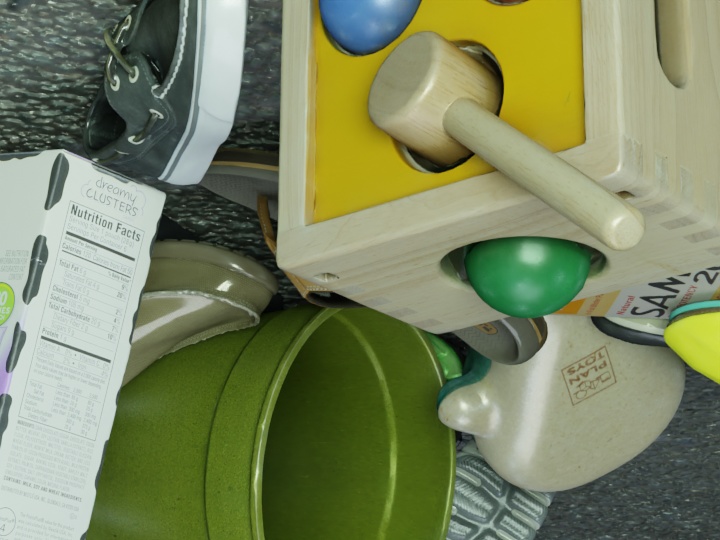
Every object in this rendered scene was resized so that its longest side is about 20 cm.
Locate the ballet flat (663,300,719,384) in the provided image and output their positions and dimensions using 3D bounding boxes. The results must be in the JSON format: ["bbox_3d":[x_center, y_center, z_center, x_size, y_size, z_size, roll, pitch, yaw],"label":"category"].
[{"bbox_3d":[0.251,0.054,1.119,0.200,0.067,0.067,4,157,-13],"label":"ballet flat"}]

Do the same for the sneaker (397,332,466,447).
[{"bbox_3d":[0.034,0.078,1.404,0.084,0.077,0.200,1,170,-19],"label":"sneaker"}]

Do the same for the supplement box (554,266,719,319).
[{"bbox_3d":[0.183,-0.026,1.102,0.200,0.074,0.126,2,160,-3],"label":"supplement box"}]

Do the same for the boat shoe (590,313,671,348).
[{"bbox_3d":[0.215,0.021,1.197,0.201,0.074,0.063,-3,141,-16],"label":"boat shoe"}]

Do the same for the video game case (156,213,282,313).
[{"bbox_3d":[-0.169,0.005,1.268,0.181,0.026,0.200,-9,157,24],"label":"video game case"}]

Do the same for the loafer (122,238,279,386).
[{"bbox_3d":[-0.133,0.032,1.206,0.200,0.067,0.076,-11,156,28],"label":"loafer"}]

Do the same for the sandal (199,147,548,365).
[{"bbox_3d":[0.000,0.000,1.119,0.200,0.055,0.082,33,162,-11],"label":"sandal"}]

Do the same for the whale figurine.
[{"bbox_3d":[0.106,0.034,1.257,0.159,0.104,0.200,-29,137,-5],"label":"whale figurine"}]

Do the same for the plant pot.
[{"bbox_3d":[-0.078,0.112,1.275,0.193,0.200,0.200,1,163,34],"label":"plant pot"}]

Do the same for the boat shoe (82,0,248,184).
[{"bbox_3d":[-0.085,-0.084,0.967,0.057,0.069,0.200,5,161,-10],"label":"boat shoe"}]

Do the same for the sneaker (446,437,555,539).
[{"bbox_3d":[0.090,0.130,1.395,0.075,0.200,0.115,39,171,7],"label":"sneaker"}]

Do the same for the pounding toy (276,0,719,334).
[{"bbox_3d":[0.057,-0.064,0.826,0.184,0.200,0.142,-16,154,36],"label":"pounding toy"}]

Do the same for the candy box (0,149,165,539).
[{"bbox_3d":[-0.194,0.046,1.085,0.168,0.200,0.072,0,163,44],"label":"candy box"}]
